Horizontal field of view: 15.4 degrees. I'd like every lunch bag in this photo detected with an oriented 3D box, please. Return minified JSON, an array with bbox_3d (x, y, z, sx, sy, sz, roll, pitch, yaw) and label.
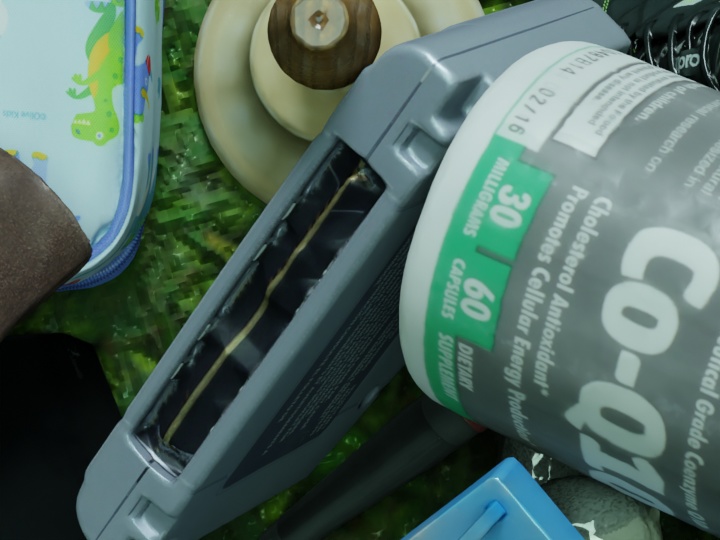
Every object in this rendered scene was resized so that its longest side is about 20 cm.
[{"bbox_3d":[-0.165,-0.068,0.874,0.199,0.082,0.162,0,89,2],"label":"lunch bag"}]

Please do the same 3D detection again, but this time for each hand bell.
[{"bbox_3d":[-0.010,-0.067,0.809,0.104,0.200,0.105,0,90,3],"label":"hand bell"}]

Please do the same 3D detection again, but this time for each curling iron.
[{"bbox_3d":[0.032,0.033,0.857,0.200,0.026,0.050,-48,55,30],"label":"curling iron"}]

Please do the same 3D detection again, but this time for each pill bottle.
[{"bbox_3d":[0.120,0.021,0.713,0.199,0.113,0.113,24,91,26],"label":"pill bottle"}]

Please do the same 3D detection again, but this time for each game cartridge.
[{"bbox_3d":[0.000,0.000,0.821,0.041,0.133,0.200,45,119,16],"label":"game cartridge"}]

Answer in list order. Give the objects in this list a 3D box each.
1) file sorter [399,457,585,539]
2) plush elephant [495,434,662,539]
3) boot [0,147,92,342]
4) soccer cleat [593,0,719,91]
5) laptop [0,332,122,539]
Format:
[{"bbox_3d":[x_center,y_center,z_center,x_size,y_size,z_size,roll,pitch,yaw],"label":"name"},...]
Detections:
[{"bbox_3d":[0.037,0.185,0.710,0.200,0.123,0.139,49,127,0],"label":"file sorter"},{"bbox_3d":[0.109,0.146,0.827,0.154,0.165,0.201,11,96,-2],"label":"plush elephant"},{"bbox_3d":[-0.202,-0.005,0.798,0.200,0.072,0.167,36,63,2],"label":"boot"},{"bbox_3d":[0.123,-0.066,0.836,0.199,0.081,0.068,-3,85,31],"label":"soccer cleat"},{"bbox_3d":[-0.166,0.123,0.847,0.200,0.103,0.178,-40,47,15],"label":"laptop"}]
